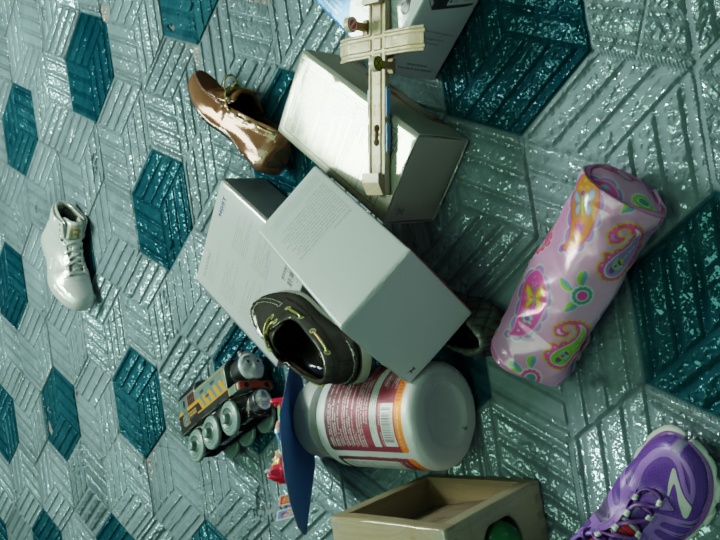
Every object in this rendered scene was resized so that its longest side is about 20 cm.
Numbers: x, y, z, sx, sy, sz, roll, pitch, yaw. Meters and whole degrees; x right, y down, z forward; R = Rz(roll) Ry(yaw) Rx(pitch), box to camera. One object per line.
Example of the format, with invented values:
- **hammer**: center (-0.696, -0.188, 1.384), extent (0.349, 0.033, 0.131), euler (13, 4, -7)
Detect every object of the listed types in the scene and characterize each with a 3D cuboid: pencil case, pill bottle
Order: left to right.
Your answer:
- **pill bottle**: center (0.020, 0.160, 0.868), extent (0.198, 0.108, 0.112), euler (-11, 88, 46)
- **pencil case**: center (0.189, 0.009, 0.695), extent (0.087, 0.086, 0.203), euler (43, 125, 33)

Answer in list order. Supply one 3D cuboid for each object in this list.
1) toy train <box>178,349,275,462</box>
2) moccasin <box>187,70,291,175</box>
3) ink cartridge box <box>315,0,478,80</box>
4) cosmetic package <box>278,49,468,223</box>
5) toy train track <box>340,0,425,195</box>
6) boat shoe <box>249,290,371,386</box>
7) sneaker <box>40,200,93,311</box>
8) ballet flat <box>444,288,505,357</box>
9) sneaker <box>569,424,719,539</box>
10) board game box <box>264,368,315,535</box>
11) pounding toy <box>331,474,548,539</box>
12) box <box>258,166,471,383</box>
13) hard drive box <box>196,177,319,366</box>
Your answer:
- **toy train**: center (-0.192, 0.195, 1.119), extent (0.200, 0.084, 0.116), euler (-41, 57, 41)
- **moccasin**: center (-0.158, -0.209, 1.032), extent (0.202, 0.073, 0.078), euler (47, 117, 35)
- **ink cartridge box**: center (0.055, -0.319, 0.784), extent (0.145, 0.083, 0.202), euler (51, 127, 28)
- **cosmetic package**: center (0.009, -0.147, 0.854), extent (0.200, 0.086, 0.105), euler (45, 123, 34)
- **toy train track**: center (0.010, -0.175, 0.764), extent (0.113, 0.032, 0.205), euler (5, 98, 45)
- **boat shoe**: center (-0.071, 0.071, 0.870), extent (0.200, 0.060, 0.073), euler (22, 110, 47)
- **sneaker**: center (-0.533, -0.034, 1.444), extent (0.202, 0.073, 0.116), euler (57, 134, 26)
- **ballet flat**: center (0.072, 0.046, 0.835), extent (0.198, 0.056, 0.068), euler (9, 101, 45)
- **sneaker**: center (0.232, 0.223, 0.675), extent (0.081, 0.083, 0.203), euler (42, 122, 33)
- **board game box**: center (-0.091, 0.208, 0.941), extent (0.038, 0.201, 0.161), euler (-8, 113, 5)
- **pounding toy**: center (0.090, 0.296, 0.760), extent (0.198, 0.182, 0.145), euler (-12, 87, 46)
- **box**: center (0.000, 0.000, 0.808), extent (0.098, 0.124, 0.200), euler (-47, 42, 2)
- **hard drive box**: center (-0.116, -0.004, 1.011), extent (0.200, 0.076, 0.158), euler (40, 122, 34)
